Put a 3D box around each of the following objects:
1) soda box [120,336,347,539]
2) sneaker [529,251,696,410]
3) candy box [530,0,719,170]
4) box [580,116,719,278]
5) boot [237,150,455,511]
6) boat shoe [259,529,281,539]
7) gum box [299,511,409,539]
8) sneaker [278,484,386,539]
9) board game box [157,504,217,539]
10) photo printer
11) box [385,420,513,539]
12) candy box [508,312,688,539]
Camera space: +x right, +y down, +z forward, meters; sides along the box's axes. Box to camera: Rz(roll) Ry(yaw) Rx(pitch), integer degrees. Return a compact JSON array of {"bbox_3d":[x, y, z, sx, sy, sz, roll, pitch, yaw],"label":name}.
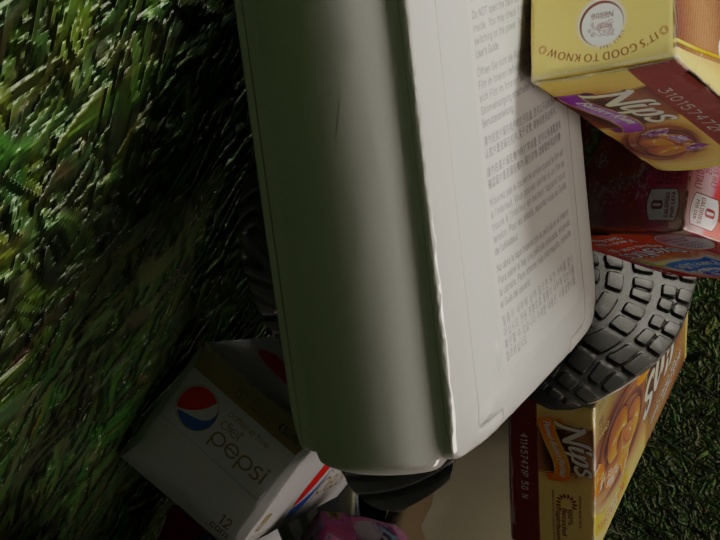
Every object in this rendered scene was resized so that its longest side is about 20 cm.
[{"bbox_3d":[-0.039,0.076,0.765,0.064,0.068,0.200,-53,170,7],"label":"soda box"},{"bbox_3d":[0.146,0.002,0.887,0.200,0.075,0.088,-55,174,-22],"label":"sneaker"},{"bbox_3d":[0.108,-0.148,0.574,0.116,0.056,0.202,22,65,-56],"label":"candy box"},{"bbox_3d":[0.148,-0.102,0.682,0.099,0.095,0.202,15,83,-38],"label":"box"},{"bbox_3d":[0.000,0.001,0.724,0.200,0.065,0.166,-68,145,-77],"label":"boot"},{"bbox_3d":[-0.089,0.199,0.916,0.067,0.073,0.201,-36,148,-30],"label":"boat shoe"},{"bbox_3d":[-0.033,0.208,0.744,0.201,0.066,0.113,-61,-177,-4],"label":"gum box"},{"bbox_3d":[-0.031,0.162,1.007,0.074,0.081,0.201,-41,158,-59],"label":"sneaker"},{"bbox_3d":[-0.116,0.235,0.759,0.201,0.040,0.153,-72,-176,-47],"label":"board game box"},{"bbox_3d":[0.024,-0.053,0.547,0.166,0.069,0.202,-35,122,-59],"label":"photo printer"},{"bbox_3d":[0.053,0.172,1.008,0.095,0.077,0.201,114,0,-69],"label":"box"},{"bbox_3d":[0.146,0.059,0.955,0.200,0.055,0.116,-54,148,-47],"label":"candy box"}]
